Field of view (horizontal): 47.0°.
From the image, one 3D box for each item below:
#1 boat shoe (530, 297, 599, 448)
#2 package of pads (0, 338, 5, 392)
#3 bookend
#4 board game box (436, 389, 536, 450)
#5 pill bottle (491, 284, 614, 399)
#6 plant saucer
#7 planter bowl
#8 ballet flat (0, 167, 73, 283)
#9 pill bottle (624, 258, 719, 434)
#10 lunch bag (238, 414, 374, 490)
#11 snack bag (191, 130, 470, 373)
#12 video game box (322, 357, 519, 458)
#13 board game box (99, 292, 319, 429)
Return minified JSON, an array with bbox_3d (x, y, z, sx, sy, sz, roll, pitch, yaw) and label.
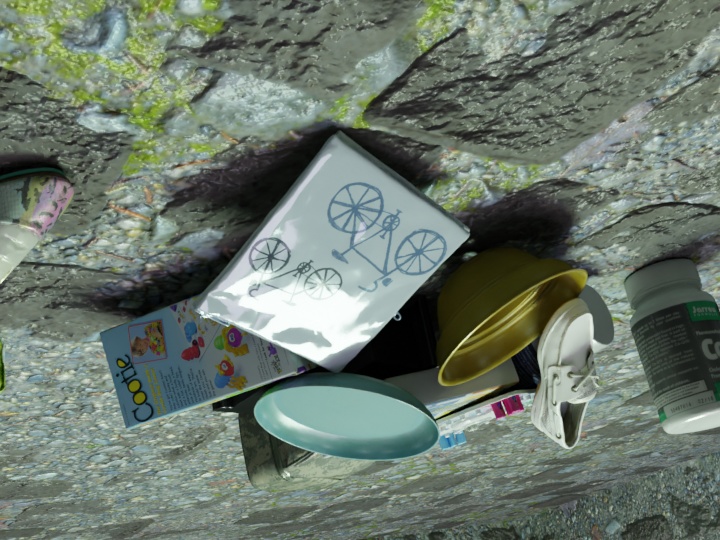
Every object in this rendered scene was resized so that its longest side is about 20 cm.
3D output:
[{"bbox_3d":[0.249,0.125,0.966,0.070,0.069,0.202,-20,130,-21],"label":"boat shoe"},{"bbox_3d":[-0.483,0.115,0.851,0.198,0.069,0.154,9,149,-39],"label":"package of pads"},{"bbox_3d":[-0.047,0.098,0.986,0.198,0.093,0.198,13,144,-41],"label":"bookend"},{"bbox_3d":[0.155,0.204,1.104,0.198,0.026,0.199,-27,161,25],"label":"board game box"},{"bbox_3d":[0.225,0.096,1.081,0.110,0.113,0.199,11,148,-40],"label":"pill bottle"},{"bbox_3d":[-0.013,0.154,0.876,0.197,0.028,0.201,6,148,4],"label":"plant saucer"},{"bbox_3d":[0.146,0.034,0.914,0.198,0.084,0.201,-28,156,-14],"label":"planter bowl"},{"bbox_3d":[-0.311,-0.019,0.636,0.197,0.072,0.069,-14,155,5],"label":"ballet flat"},{"bbox_3d":[0.412,0.096,1.057,0.111,0.203,0.113,-10,157,-4],"label":"pill bottle"},{"bbox_3d":[-0.058,0.240,1.229,0.166,0.141,0.199,-23,154,25],"label":"lunch bag"},{"bbox_3d":[-0.021,-0.003,0.733,0.187,0.021,0.200,29,110,-39],"label":"snack bag"},{"bbox_3d":[0.067,0.167,1.024,0.198,0.047,0.182,-7,159,-36],"label":"video game box"},{"bbox_3d":[-0.147,0.079,0.854,0.197,0.106,0.103,-19,175,17],"label":"board game box"}]
